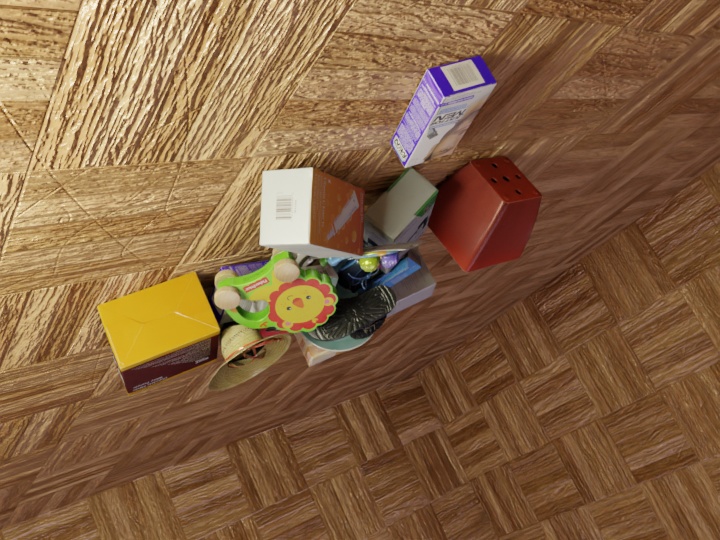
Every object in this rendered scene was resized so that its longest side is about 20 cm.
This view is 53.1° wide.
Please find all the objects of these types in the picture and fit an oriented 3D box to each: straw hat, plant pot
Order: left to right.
[{"bbox_3d":[-0.237,0.150,1.445,0.200,0.085,0.201,-31,163,-11],"label":"straw hat"},{"bbox_3d":[0.283,-0.143,1.614,0.199,0.200,0.177,-13,146,-39],"label":"plant pot"}]

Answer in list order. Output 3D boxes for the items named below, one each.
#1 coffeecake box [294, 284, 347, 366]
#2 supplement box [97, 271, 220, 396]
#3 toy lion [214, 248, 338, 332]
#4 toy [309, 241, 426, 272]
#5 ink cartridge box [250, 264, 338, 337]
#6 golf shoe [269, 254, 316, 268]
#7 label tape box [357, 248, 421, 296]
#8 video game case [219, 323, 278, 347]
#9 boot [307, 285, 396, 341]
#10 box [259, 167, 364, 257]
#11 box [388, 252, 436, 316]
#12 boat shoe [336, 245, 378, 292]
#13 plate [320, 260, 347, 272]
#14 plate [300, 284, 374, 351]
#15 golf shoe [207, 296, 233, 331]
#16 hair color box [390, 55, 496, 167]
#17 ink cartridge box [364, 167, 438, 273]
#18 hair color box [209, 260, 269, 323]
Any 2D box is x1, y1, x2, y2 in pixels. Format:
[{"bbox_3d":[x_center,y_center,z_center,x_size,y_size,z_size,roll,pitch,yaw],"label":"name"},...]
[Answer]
[{"bbox_3d":[-0.091,0.103,1.719,0.153,0.201,0.073,-21,163,-19],"label":"coffeecake box"},{"bbox_3d":[-0.399,0.130,1.440,0.196,0.133,0.200,-21,162,-21],"label":"supplement box"},{"bbox_3d":[-0.150,0.053,1.365,0.199,0.069,0.192,-24,130,8],"label":"toy lion"},{"bbox_3d":[0.015,-0.022,1.364,0.198,0.048,0.115,-1,-170,24],"label":"toy"},{"bbox_3d":[-0.146,0.080,1.489,0.160,0.050,0.201,-8,135,-30],"label":"ink cartridge box"},{"bbox_3d":[-0.099,-0.067,1.457,0.199,0.078,0.095,-26,145,-9],"label":"golf shoe"},{"bbox_3d":[0.064,-0.008,1.656,0.144,0.201,0.063,-33,119,20],"label":"label tape box"},{"bbox_3d":[-0.247,0.116,1.638,0.181,0.023,0.200,-22,-162,-18],"label":"video game case"},{"bbox_3d":[-0.025,0.108,1.550,0.210,0.080,0.158,-17,168,-15],"label":"boot"},{"bbox_3d":[-0.078,-0.094,1.236,0.097,0.126,0.200,0,176,25],"label":"box"},{"bbox_3d":[0.067,0.025,1.817,0.199,0.153,0.106,-24,163,-10],"label":"box"},{"bbox_3d":[0.000,0.000,1.522,0.084,0.069,0.200,-46,180,-12],"label":"boat shoe"},{"bbox_3d":[-0.040,-0.031,1.612,0.200,0.026,0.200,-44,172,-8],"label":"plate"},{"bbox_3d":[-0.055,0.101,1.659,0.199,0.201,0.026,-21,151,-20],"label":"plate"},{"bbox_3d":[-0.245,0.079,1.604,0.199,0.093,0.073,-18,160,-32],"label":"golf shoe"},{"bbox_3d":[0.135,-0.264,1.218,0.109,0.065,0.200,-20,164,-23],"label":"hair color box"},{"bbox_3d":[0.076,-0.098,1.501,0.147,0.083,0.200,-47,168,-17],"label":"ink cartridge box"},{"bbox_3d":[-0.208,0.038,1.511,0.199,0.065,0.110,-8,139,-38],"label":"hair color box"}]
